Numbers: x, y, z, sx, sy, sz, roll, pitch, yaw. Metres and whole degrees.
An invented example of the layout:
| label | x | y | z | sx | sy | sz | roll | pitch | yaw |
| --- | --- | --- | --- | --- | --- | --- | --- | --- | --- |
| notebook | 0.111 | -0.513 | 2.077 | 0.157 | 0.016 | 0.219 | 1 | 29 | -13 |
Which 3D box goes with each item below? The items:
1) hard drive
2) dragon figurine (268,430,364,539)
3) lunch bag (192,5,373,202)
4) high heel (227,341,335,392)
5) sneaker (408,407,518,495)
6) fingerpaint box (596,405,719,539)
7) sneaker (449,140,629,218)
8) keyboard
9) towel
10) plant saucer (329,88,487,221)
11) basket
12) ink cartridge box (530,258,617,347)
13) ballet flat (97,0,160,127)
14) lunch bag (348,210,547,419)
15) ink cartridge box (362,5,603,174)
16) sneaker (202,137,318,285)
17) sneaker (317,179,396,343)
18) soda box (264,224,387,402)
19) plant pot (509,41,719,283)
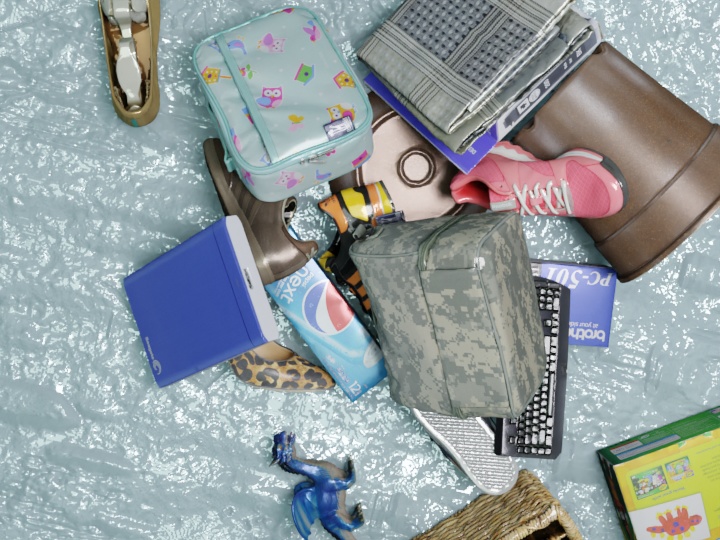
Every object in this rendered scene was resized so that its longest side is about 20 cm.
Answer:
| label | x | y | z | sx | sy | sz | roll | pitch | yaw |
| --- | --- | --- | --- | --- | --- | --- | --- | --- | --- |
| hard drive | -0.175 | 0.038 | 1.010 | 0.199 | 0.025 | 0.133 | -25 | 82 | 43 |
| dragon figurine | -0.048 | 0.275 | 1.099 | 0.099 | 0.059 | 0.201 | -11 | 95 | -3 |
| lunch bag | -0.084 | -0.176 | 1.001 | 0.160 | 0.077 | 0.201 | -22 | 64 | -11 |
| high heel | -0.111 | 0.054 | 1.066 | 0.199 | 0.071 | 0.143 | 16 | 100 | 4 |
| sneaker | 0.105 | 0.165 | 1.092 | 0.078 | 0.079 | 0.201 | -31 | 89 | -2 |
| fingerpaint box | 0.404 | 0.264 | 1.120 | 0.199 | 0.073 | 0.168 | -20 | 95 | -1 |
| sneaker | 0.176 | -0.077 | 0.965 | 0.087 | 0.199 | 0.074 | -38 | 124 | -31 |
| keyboard | 0.169 | 0.105 | 1.054 | 0.126 | 0.021 | 0.201 | 5 | 83 | -4 |
| towel | 0.111 | -0.240 | 0.977 | 0.192 | 0.035 | 0.200 | -42 | 57 | 2 |
| plant saucer | 0.062 | -0.117 | 1.083 | 0.199 | 0.037 | 0.202 | 0 | 96 | -3 |
| basket | 0.161 | 0.348 | 1.074 | 0.199 | 0.149 | 0.143 | -31 | 96 | -1 |
| ink cartridge box | 0.191 | 0.033 | 1.100 | 0.199 | 0.044 | 0.095 | 4 | 96 | -4 |
| ballet flat | -0.251 | -0.259 | 1.036 | 0.068 | 0.063 | 0.201 | -8 | 95 | -3 |
| lunch bag | 0.084 | 0.042 | 0.961 | 0.167 | 0.139 | 0.201 | -5 | 110 | 28 |
| ink cartridge box | 0.119 | -0.233 | 1.017 | 0.200 | 0.043 | 0.198 | -45 | 56 | 2 |
| sneaker | -0.110 | -0.072 | 1.029 | 0.075 | 0.071 | 0.201 | -21 | 60 | -10 |
| sneaker | 0.000 | 0.000 | 1.054 | 0.089 | 0.070 | 0.201 | -10 | 117 | -6 |
| soda box | -0.045 | 0.047 | 1.074 | 0.064 | 0.068 | 0.200 | -37 | 96 | 0 |
| plant pot | 0.281 | -0.125 | 1.025 | 0.198 | 0.200 | 0.200 | 43 | 91 | 1 |
